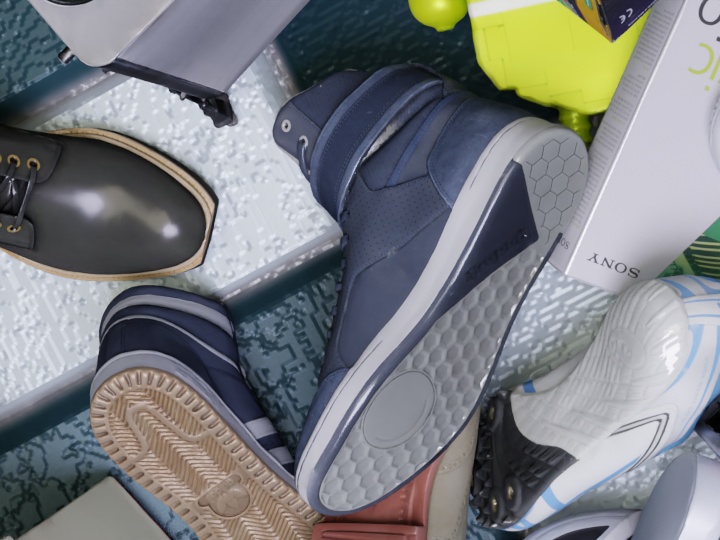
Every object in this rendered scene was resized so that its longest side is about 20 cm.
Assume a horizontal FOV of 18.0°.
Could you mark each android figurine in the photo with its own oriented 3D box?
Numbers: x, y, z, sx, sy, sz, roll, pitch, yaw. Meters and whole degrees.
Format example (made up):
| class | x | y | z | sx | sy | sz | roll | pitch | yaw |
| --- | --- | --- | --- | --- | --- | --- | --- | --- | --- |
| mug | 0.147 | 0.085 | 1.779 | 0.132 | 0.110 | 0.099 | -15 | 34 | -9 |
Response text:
| class | x | y | z | sx | sy | sz | roll | pitch | yaw |
| --- | --- | --- | --- | --- | --- | --- | --- | --- | --- |
| android figurine | 0.107 | -0.157 | 1.058 | 0.181 | 0.041 | 0.201 | -12 | 92 | 11 |

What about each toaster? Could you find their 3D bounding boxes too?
| class | x | y | z | sx | sy | sz | roll | pitch | yaw |
| --- | --- | --- | --- | --- | --- | --- | --- | --- | --- |
| toaster | -0.107 | -0.175 | 1.032 | 0.119 | 0.200 | 0.181 | -43 | 79 | 10 |

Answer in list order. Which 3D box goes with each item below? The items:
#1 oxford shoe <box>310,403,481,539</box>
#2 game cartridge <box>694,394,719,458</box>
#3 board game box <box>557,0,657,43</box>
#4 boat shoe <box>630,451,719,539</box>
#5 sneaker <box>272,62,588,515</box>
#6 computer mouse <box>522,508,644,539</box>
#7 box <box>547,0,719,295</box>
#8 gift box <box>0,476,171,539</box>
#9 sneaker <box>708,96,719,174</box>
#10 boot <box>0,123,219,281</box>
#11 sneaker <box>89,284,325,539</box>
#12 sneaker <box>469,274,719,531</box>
| class | x | y | z | sx | sy | sz | roll | pitch | yaw |
| --- | --- | --- | --- | --- | --- | --- | --- | --- | --- |
| oxford shoe | 0.022 | 0.093 | 1.079 | 0.071 | 0.074 | 0.201 | 8 | 70 | 25 |
| game cartridge | 0.204 | 0.108 | 0.986 | 0.133 | 0.200 | 0.041 | 43 | 93 | 4 |
| board game box | 0.117 | -0.220 | 0.981 | 0.200 | 0.057 | 0.165 | -43 | 59 | -7 |
| boat shoe | 0.151 | 0.153 | 1.025 | 0.068 | 0.074 | 0.200 | 15 | 138 | 3 |
| sneaker | 0.001 | 0.000 | 1.048 | 0.146 | 0.077 | 0.203 | 32 | 91 | 40 |
| computer mouse | 0.062 | 0.182 | 1.086 | 0.044 | 0.110 | 0.200 | 41 | 90 | 24 |
| box | 0.187 | -0.068 | 1.027 | 0.144 | 0.036 | 0.201 | 19 | 102 | -17 |
| gift box | -0.145 | 0.209 | 1.065 | 0.184 | 0.187 | 0.200 | 42 | 108 | 5 |
| sneaker | 0.254 | -0.077 | 0.961 | 0.199 | 0.115 | 0.075 | -26 | 111 | -5 |
| boot | -0.178 | -0.034 | 1.077 | 0.199 | 0.138 | 0.078 | 12 | 98 | 8 |
| sneaker | -0.063 | 0.092 | 1.111 | 0.070 | 0.109 | 0.200 | -30 | 120 | 10 |
| sneaker | 0.112 | 0.068 | 1.036 | 0.072 | 0.200 | 0.072 | 10 | 57 | -27 |
